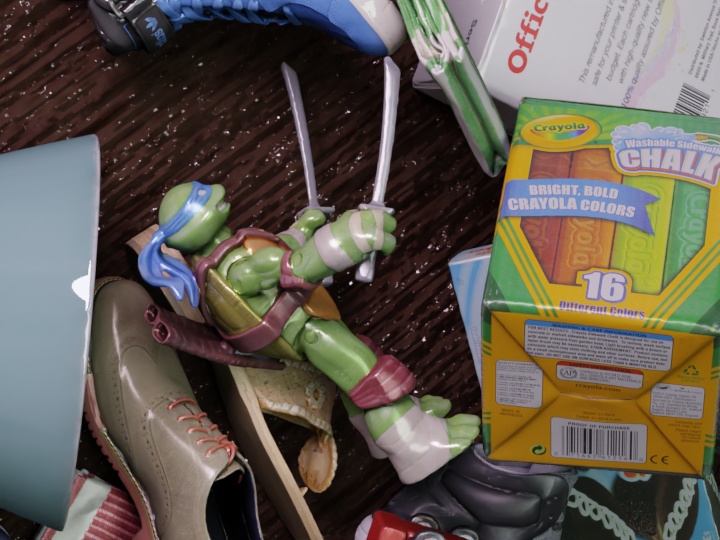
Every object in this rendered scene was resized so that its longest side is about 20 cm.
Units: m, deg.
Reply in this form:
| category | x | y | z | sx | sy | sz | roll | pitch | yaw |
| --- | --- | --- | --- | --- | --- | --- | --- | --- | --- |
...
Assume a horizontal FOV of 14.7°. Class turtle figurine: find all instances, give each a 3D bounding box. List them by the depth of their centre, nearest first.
| category | x | y | z | sx | sy | sz | roll | pitch | yaw |
| --- | --- | --- | --- | --- | --- | --- | --- | --- | --- |
| turtle figurine | 0.000 | 0.000 | 1.460 | 0.194 | 0.144 | 0.200 | 53 | 51 | -16 |

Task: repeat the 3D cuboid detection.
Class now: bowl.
| category | x | y | z | sx | sy | sz | roll | pitch | yaw |
| --- | --- | --- | --- | --- | --- | --- | --- | --- | --- |
| bowl | -0.191 | 0.027 | 1.399 | 0.105 | 0.201 | 0.201 | 5 | 90 | -9 |

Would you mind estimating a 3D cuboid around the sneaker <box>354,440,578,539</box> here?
| category | x | y | z | sx | sy | sz | roll | pitch | yaw |
| --- | --- | --- | --- | --- | --- | --- | --- | --- | --- |
| sneaker | 0.104 | 0.170 | 1.573 | 0.200 | 0.075 | 0.114 | 35 | 99 | -6 |

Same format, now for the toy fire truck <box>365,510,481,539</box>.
| category | x | y | z | sx | sy | sz | roll | pitch | yaw |
| --- | --- | --- | --- | --- | --- | --- | --- | --- | --- |
| toy fire truck | 0.035 | 0.208 | 1.515 | 0.200 | 0.049 | 0.141 | 17 | 96 | -7 |

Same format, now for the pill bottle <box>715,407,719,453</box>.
| category | x | y | z | sx | sy | sz | roll | pitch | yaw |
| --- | --- | --- | --- | --- | --- | --- | --- | --- | --- |
| pill bottle | 0.250 | 0.057 | 1.611 | 0.111 | 0.200 | 0.111 | -1 | 92 | -29 |

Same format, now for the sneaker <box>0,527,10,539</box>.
| category | x | y | z | sx | sy | sz | roll | pitch | yaw |
| --- | --- | --- | --- | --- | --- | --- | --- | --- | --- |
| sneaker | -0.216 | 0.227 | 1.406 | 0.070 | 0.108 | 0.200 | 22 | 91 | -33 |

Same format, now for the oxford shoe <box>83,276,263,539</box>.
| category | x | y | z | sx | sy | sz | roll | pitch | yaw |
| --- | --- | --- | --- | --- | --- | --- | --- | --- | --- |
| oxford shoe | -0.092 | 0.092 | 1.486 | 0.070 | 0.075 | 0.200 | -18 | 87 | -50 |

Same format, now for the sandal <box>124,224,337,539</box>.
| category | x | y | z | sx | sy | sz | roll | pitch | yaw |
| --- | --- | --- | --- | --- | --- | --- | --- | --- | --- |
| sandal | -0.046 | 0.057 | 1.523 | 0.070 | 0.078 | 0.212 | -33 | 102 | -12 |

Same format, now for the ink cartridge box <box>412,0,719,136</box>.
| category | x | y | z | sx | sy | sz | roll | pitch | yaw |
| --- | --- | --- | --- | --- | --- | --- | --- | --- | --- |
| ink cartridge box | 0.149 | -0.134 | 1.616 | 0.200 | 0.084 | 0.145 | 24 | 82 | -26 |

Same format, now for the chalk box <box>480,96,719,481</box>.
| category | x | y | z | sx | sy | sz | roll | pitch | yaw |
| --- | --- | --- | --- | --- | --- | --- | --- | --- | --- |
| chalk box | 0.136 | -0.008 | 1.476 | 0.125 | 0.124 | 0.200 | 5 | 48 | 7 |

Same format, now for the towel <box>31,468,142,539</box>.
| category | x | y | z | sx | sy | sz | roll | pitch | yaw |
| --- | --- | --- | --- | --- | --- | --- | --- | --- | --- |
| towel | -0.112 | 0.215 | 1.529 | 0.200 | 0.023 | 0.144 | 33 | 79 | -23 |

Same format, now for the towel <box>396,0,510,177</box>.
| category | x | y | z | sx | sy | sz | roll | pitch | yaw |
| --- | --- | --- | --- | --- | --- | --- | --- | --- | --- |
| towel | 0.026 | -0.158 | 1.478 | 0.023 | 0.153 | 0.200 | -26 | 65 | 5 |

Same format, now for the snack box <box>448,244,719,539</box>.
| category | x | y | z | sx | sy | sz | roll | pitch | yaw |
| --- | --- | --- | --- | --- | --- | --- | --- | --- | --- |
| snack box | 0.132 | 0.075 | 1.603 | 0.116 | 0.037 | 0.200 | -13 | 99 | 17 |

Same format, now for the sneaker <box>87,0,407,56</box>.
| category | x | y | z | sx | sy | sz | roll | pitch | yaw |
| --- | --- | --- | --- | --- | --- | --- | --- | --- | --- |
| sneaker | -0.080 | -0.143 | 1.464 | 0.200 | 0.077 | 0.111 | 35 | 80 | 13 |

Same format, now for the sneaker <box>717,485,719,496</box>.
| category | x | y | z | sx | sy | sz | roll | pitch | yaw |
| --- | --- | --- | --- | --- | --- | --- | --- | --- | --- |
| sneaker | 0.184 | 0.216 | 1.666 | 0.070 | 0.109 | 0.200 | 32 | 107 | -27 |
